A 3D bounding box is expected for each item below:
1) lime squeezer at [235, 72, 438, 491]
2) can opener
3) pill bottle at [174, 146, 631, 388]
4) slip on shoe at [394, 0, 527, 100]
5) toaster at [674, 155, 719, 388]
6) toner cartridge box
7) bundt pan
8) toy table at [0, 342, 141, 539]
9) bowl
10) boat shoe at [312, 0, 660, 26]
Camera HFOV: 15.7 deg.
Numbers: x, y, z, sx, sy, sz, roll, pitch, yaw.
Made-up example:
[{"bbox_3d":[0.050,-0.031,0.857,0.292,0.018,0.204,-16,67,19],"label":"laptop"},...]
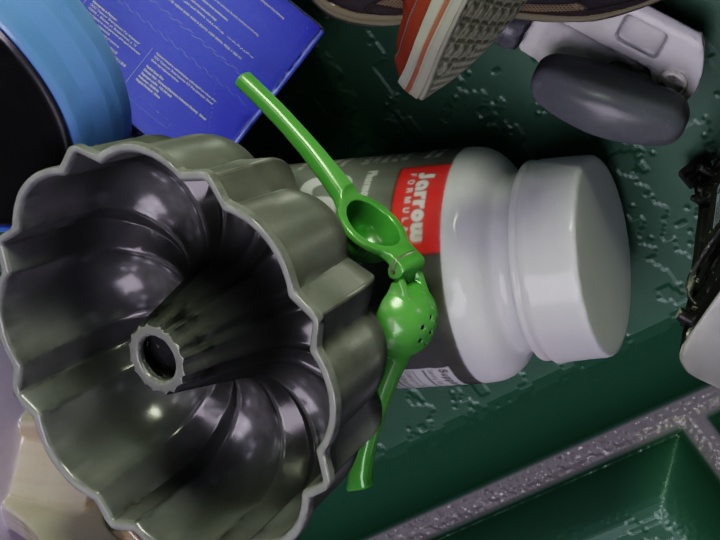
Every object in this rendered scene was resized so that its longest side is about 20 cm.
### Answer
[{"bbox_3d":[0.000,0.000,1.189,0.071,0.038,0.201,-7,102,53],"label":"lime squeezer"},{"bbox_3d":[0.064,-0.121,1.190,0.199,0.067,0.053,27,126,0],"label":"can opener"},{"bbox_3d":[0.022,0.000,1.255,0.199,0.114,0.114,-5,120,21],"label":"pill bottle"},{"bbox_3d":[0.041,-0.146,1.054,0.061,0.074,0.200,39,149,20],"label":"slip on shoe"},{"bbox_3d":[0.226,-0.043,1.125,0.118,0.200,0.181,29,119,-5],"label":"toaster"},{"bbox_3d":[-0.124,-0.138,1.226,0.200,0.043,0.095,39,82,-9],"label":"toner cartridge box"},{"bbox_3d":[-0.069,0.028,1.175,0.201,0.076,0.203,16,118,33],"label":"bundt pan"},{"bbox_3d":[-0.133,0.112,1.357,0.117,0.184,0.200,10,143,31],"label":"toy table"},{"bbox_3d":[-0.202,-0.097,1.216,0.200,0.039,0.201,22,144,17],"label":"bowl"},{"bbox_3d":[0.071,-0.145,1.136,0.199,0.073,0.075,-10,85,3],"label":"boat shoe"}]
